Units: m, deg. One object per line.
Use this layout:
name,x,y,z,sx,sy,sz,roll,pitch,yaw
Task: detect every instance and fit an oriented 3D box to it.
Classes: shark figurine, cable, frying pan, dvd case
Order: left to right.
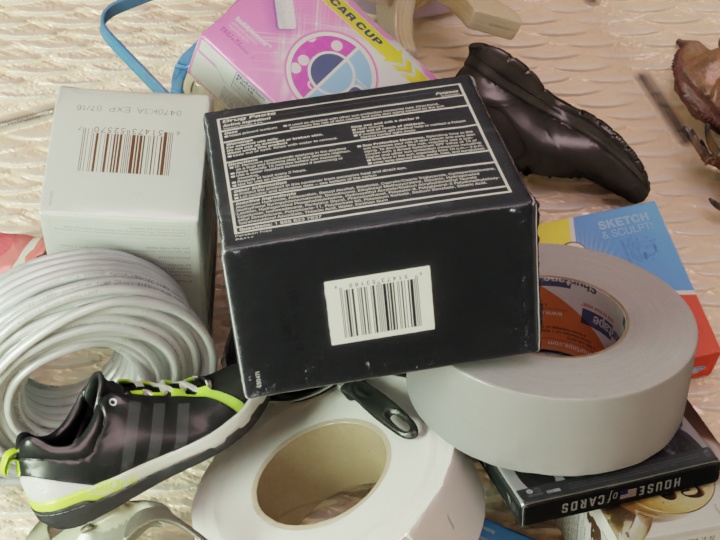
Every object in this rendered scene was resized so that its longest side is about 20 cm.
cable,-0.207,0.074,1.151,0.200,0.200,0.069,8,36,-35
shark figurine,-0.176,0.210,1.125,0.090,0.214,0.128,48,25,-19
frying pan,-0.014,0.061,1.172,0.190,0.031,0.115,13,59,30
dvd case,0.143,0.098,1.142,0.150,0.025,0.200,-10,33,-16

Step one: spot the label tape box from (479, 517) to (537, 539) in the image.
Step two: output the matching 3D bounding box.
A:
label tape box,0.062,0.274,1.126,0.143,0.066,0.200,24,61,10

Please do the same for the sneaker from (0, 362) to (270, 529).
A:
sneaker,-0.152,0.102,1.101,0.200,0.072,0.083,-31,108,-24

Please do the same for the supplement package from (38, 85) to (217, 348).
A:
supplement package,-0.171,-0.034,1.214,0.117,0.200,0.117,3,58,-3

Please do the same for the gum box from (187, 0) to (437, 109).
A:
gum box,-0.029,-0.143,1.237,0.200,0.066,0.114,43,65,2

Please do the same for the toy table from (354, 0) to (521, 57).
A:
toy table,0.046,-0.259,1.386,0.200,0.184,0.117,-1,40,-21

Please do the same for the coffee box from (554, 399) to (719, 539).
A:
coffee box,0.199,0.152,1.157,0.113,0.080,0.200,-7,34,-12

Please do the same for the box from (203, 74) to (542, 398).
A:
box,0.004,-0.028,1.077,0.200,0.123,0.198,-8,33,-4

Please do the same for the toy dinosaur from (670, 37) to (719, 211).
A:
toy dinosaur,0.320,-0.148,1.401,0.136,0.086,0.200,-30,60,-13

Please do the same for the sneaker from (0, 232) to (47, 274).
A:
sneaker,-0.305,0.049,1.240,0.087,0.074,0.200,14,54,20

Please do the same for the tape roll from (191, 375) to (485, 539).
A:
tape roll,-0.015,0.166,1.126,0.202,0.071,0.202,-17,34,12

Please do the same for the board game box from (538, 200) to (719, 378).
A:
board game box,0.172,0.032,1.298,0.200,0.040,0.153,-12,60,-12

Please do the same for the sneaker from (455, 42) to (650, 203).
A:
sneaker,0.158,-0.111,1.372,0.200,0.076,0.091,35,95,2

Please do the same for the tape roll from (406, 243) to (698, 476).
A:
tape roll,0.133,0.058,1.117,0.200,0.066,0.200,3,31,-1

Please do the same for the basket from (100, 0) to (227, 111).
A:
basket,-0.101,-0.180,1.344,0.176,0.139,0.200,-30,74,-22

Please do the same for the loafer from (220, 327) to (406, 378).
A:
loafer,-0.010,0.086,1.237,0.200,0.070,0.070,7,63,8
